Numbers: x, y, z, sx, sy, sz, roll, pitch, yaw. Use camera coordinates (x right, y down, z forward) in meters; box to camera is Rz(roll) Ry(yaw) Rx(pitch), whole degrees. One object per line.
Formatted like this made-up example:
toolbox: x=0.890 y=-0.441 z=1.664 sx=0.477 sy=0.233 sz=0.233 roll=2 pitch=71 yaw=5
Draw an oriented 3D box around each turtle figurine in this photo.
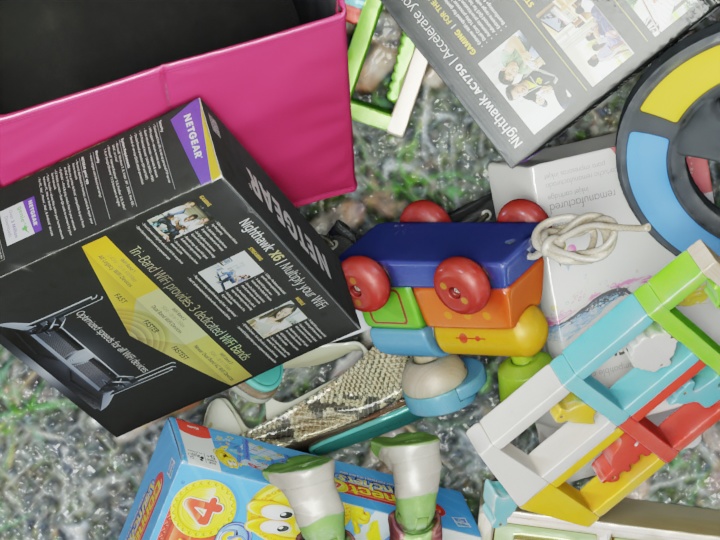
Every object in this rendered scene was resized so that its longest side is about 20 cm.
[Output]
turtle figurine: x=0.008 y=0.194 z=1.397 sx=0.143 sy=0.200 sz=0.195 roll=-8 pitch=95 yaw=18

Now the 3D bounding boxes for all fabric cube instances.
fabric cube: x=-0.122 y=-0.141 z=1.293 sx=0.199 sy=0.200 sz=0.197 roll=-17 pitch=68 yaw=-6

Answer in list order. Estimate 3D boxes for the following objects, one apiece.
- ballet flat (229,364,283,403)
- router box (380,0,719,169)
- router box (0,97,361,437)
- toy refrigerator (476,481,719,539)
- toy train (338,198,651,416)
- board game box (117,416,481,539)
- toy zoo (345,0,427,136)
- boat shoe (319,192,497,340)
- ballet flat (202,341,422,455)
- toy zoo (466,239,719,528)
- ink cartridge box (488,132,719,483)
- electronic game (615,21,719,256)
ballet flat: x=-0.119 y=-0.003 z=1.415 sx=0.064 sy=0.067 sz=0.200 roll=-29 pitch=98 yaw=36
router box: x=0.082 y=-0.180 z=1.337 sx=0.149 sy=0.051 sz=0.200 roll=-38 pitch=89 yaw=16
router box: x=-0.108 y=0.004 z=1.281 sx=0.157 sy=0.200 sz=0.052 roll=-23 pitch=60 yaw=10
toy refrigerator: x=0.167 y=0.184 z=1.477 sx=0.199 sy=0.070 sz=0.076 roll=8 pitch=100 yaw=3
toy train: x=0.088 y=0.028 z=1.359 sx=0.199 sy=0.085 sz=0.116 roll=1 pitch=120 yaw=39
board game box: x=-0.056 y=0.207 z=1.459 sx=0.195 sy=0.056 sz=0.201 roll=15 pitch=110 yaw=-20
toy zoo: x=-0.047 y=-0.174 z=1.450 sx=0.199 sy=0.020 sz=0.132 roll=19 pitch=100 yaw=1
boat shoe: x=0.000 y=0.000 z=1.458 sx=0.199 sy=0.070 sz=0.067 roll=-15 pitch=99 yaw=5
ballet flat: x=-0.047 y=0.095 z=1.488 sx=0.199 sy=0.068 sz=0.076 roll=-30 pitch=74 yaw=3
toy zoo: x=0.146 y=0.076 z=1.368 sx=0.200 sy=0.131 sz=0.020 roll=-41 pitch=50 yaw=12
ink cartridge box: x=0.154 y=0.024 z=1.432 sx=0.116 sy=0.067 sz=0.201 roll=-14 pitch=99 yaw=-20
electronic game: x=0.240 y=-0.063 z=1.340 sx=0.199 sy=0.042 sz=0.201 roll=5 pitch=134 yaw=5
